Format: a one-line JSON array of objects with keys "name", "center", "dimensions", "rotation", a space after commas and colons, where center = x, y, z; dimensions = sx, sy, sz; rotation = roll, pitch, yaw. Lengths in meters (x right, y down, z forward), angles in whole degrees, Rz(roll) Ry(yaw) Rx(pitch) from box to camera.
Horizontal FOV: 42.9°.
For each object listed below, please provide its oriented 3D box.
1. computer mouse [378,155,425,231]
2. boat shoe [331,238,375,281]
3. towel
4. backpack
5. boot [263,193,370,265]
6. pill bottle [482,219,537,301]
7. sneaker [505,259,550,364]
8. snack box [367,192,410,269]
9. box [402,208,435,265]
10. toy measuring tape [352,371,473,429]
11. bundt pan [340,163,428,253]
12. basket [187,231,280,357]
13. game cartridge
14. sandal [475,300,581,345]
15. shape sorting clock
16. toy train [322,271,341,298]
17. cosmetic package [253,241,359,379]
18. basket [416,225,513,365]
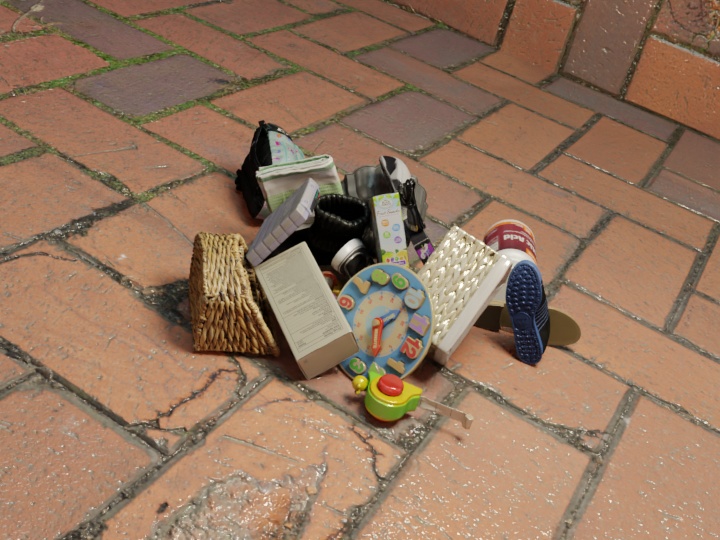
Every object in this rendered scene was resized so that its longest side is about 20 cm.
[{"name": "computer mouse", "center": [0.077, -0.157, 1.668], "dimensions": [0.043, 0.111, 0.201], "rotation": [-22, 35, 0]}, {"name": "boat shoe", "center": [0.000, 0.000, 1.672], "dimensions": [0.066, 0.070, 0.200], "rotation": [44, -5, 15]}, {"name": "towel", "center": [-0.101, -0.119, 1.717], "dimensions": [0.146, 0.202, 0.031], "rotation": [-9, 42, 7]}, {"name": "backpack", "center": [-0.176, -0.187, 1.879], "dimensions": [0.124, 0.169, 0.202], "rotation": [9, 36, -23]}, {"name": "boot", "center": [-0.088, -0.068, 1.672], "dimensions": [0.207, 0.158, 0.081], "rotation": [-11, 67, -9]}, {"name": "pill bottle", "center": [0.302, -0.011, 1.859], "dimensions": [0.112, 0.116, 0.201], "rotation": [16, 30, -1]}, {"name": "sneaker", "center": [0.306, 0.066, 1.663], "dimensions": [0.069, 0.203, 0.078], "rotation": [3, 26, 21]}, {"name": "snack box", "center": [0.050, -0.064, 1.653], "dimensions": [0.052, 0.145, 0.200], "rotation": [-10, 4, -1]}, {"name": "box", "center": [0.135, -0.016, 1.726], "dimensions": [0.036, 0.201, 0.144], "rotation": [-27, 35, 4]}, {"name": "toy measuring tape", "center": [0.075, 0.213, 1.422], "dimensions": [0.197, 0.075, 0.074], "rotation": [22, 30, 10]}, {"name": "bundt pan", "center": [0.037, -0.110, 1.823], "dimensions": [0.198, 0.204, 0.077], "rotation": [12, 42, -8]}, {"name": "basket", "center": [-0.202, 0.027, 1.515], "dimensions": [0.146, 0.145, 0.201], "rotation": [5, 32, -17]}, {"name": "game cartridge", "center": [-0.129, -0.087, 1.583], "dimensions": [0.039, 0.129, 0.201], "rotation": [49, 16, -14]}, {"name": "sandal", "center": [0.317, 0.082, 1.754], "dimensions": [0.207, 0.079, 0.070], "rotation": [10, 29, 1]}, {"name": "shape sorting clock", "center": [0.032, 0.087, 1.492], "dimensions": [0.199, 0.202, 0.039], "rotation": [35, 7, 30]}, {"name": "toy train", "center": [-0.059, 0.050, 1.637], "dimensions": [0.197, 0.056, 0.150], "rotation": [-4, 36, -33]}, {"name": "cosmetic package", "center": [-0.090, 0.063, 1.503], "dimensions": [0.102, 0.073, 0.202], "rotation": [-26, 57, -3]}, {"name": "basket", "center": [0.154, 0.041, 1.568], "dimensions": [0.123, 0.201, 0.136], "rotation": [36, -9, 11]}]
